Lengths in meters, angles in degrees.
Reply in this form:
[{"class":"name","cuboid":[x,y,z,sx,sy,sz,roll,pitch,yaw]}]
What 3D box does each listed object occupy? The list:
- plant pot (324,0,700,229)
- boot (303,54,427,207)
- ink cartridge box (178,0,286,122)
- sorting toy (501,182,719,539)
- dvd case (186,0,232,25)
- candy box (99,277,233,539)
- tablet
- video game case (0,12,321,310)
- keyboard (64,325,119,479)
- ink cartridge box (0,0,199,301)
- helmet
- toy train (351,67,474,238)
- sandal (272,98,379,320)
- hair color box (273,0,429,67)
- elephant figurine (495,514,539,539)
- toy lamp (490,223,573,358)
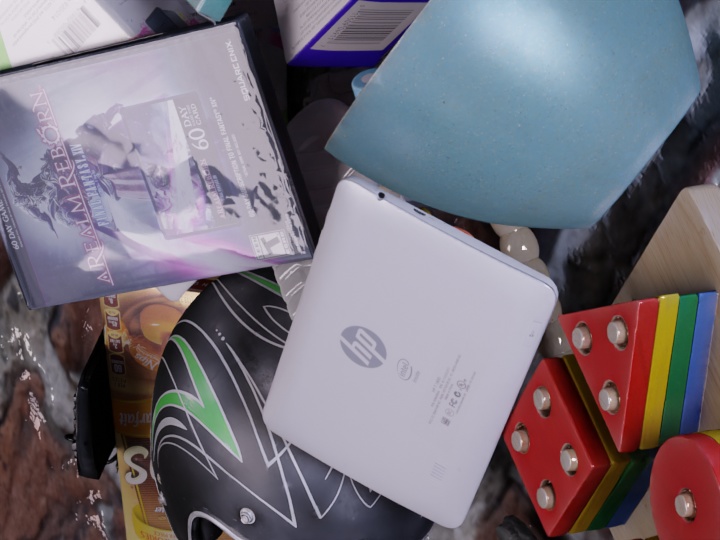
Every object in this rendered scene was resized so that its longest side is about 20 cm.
[{"class":"plant pot","cuboid":[0.095,-0.100,1.503,0.135,0.200,0.200,39,142,0]},{"class":"boot","cuboid":[-0.011,-0.071,1.762,0.200,0.073,0.096,-22,82,48]},{"class":"ink cartridge box","cuboid":[-0.110,-0.153,1.792,0.067,0.117,0.201,27,125,46]},{"class":"sorting toy","cuboid":[0.154,0.096,1.482,0.200,0.069,0.199,67,150,30]},{"class":"dvd case","cuboid":[-0.091,-0.246,1.646,0.146,0.022,0.200,-58,39,16]},{"class":"candy box","cuboid":[-0.104,0.094,1.940,0.115,0.055,0.201,6,113,25]},{"class":"tablet","cuboid":[0.022,0.047,1.564,0.130,0.014,0.200,28,134,9]},{"class":"video game case","cuboid":[-0.129,-0.059,1.666,0.199,0.019,0.143,-10,107,27]},{"class":"keyboard","cuboid":[-0.181,0.083,1.983,0.200,0.039,0.105,-71,-22,-69]},{"class":"ink cartridge box","cuboid":[-0.134,-0.094,1.704,0.200,0.067,0.117,47,121,-1]},{"class":"helmet","cuboid":[-0.033,0.088,1.755,0.201,0.199,0.191,67,155,5]},{"class":"toy train","cuboid":[0.047,-0.009,1.620,0.150,0.055,0.201,-92,-13,-60]},{"class":"sandal","cuboid":[-0.006,0.002,1.665,0.082,0.050,0.203,-22,70,32]},{"class":"hair color box","cuboid":[-0.012,-0.226,1.634,0.109,0.065,0.201,-39,59,55]},{"class":"elephant figurine","cuboid":[0.090,0.282,1.715,0.141,0.155,0.201,26,121,19]},{"class":"toy lamp","cuboid":[0.100,0.017,1.648,0.058,0.058,0.201,-27,83,56]}]
